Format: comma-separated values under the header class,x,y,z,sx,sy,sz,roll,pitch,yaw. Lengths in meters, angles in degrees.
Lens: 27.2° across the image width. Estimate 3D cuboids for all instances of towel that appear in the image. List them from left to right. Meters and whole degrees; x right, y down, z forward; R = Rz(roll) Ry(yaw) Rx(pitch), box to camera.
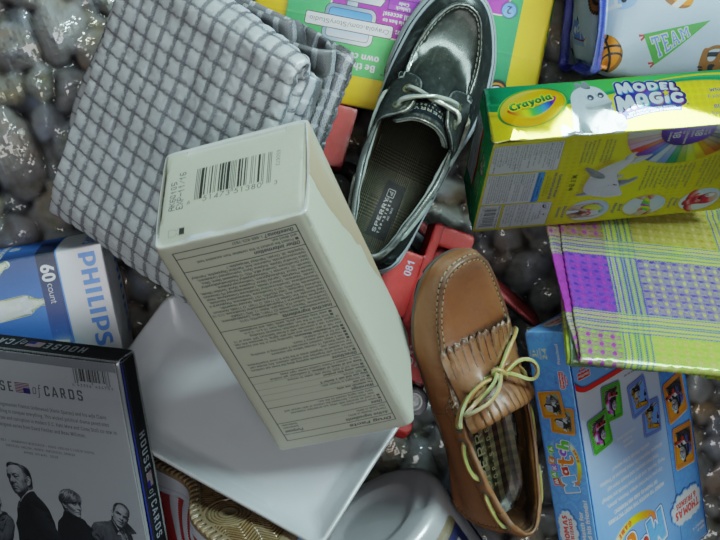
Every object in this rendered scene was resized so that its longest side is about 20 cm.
class,x,y,z,sx,sy,sz,roll,pitch,yaw
towel,-0.105,-0.091,0.973,0.165,0.085,0.201,34,116,25
towel,0.196,0.005,0.993,0.143,0.200,0.023,6,128,-6

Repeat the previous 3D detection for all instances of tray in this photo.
class,x,y,z,sx,sy,sz,roll,pitch,yaw
tray,-0.078,0.098,0.991,0.199,0.022,0.108,25,67,24

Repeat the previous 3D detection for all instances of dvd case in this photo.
class,x,y,z,sx,sy,sz,roll,pitch,yaw
dvd case,-0.204,0.139,1.004,0.150,0.025,0.201,5,114,24

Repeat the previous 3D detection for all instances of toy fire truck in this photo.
class,x,y,z,sx,sy,sz,roll,pitch,yaw
toy fire truck,0.000,0.000,1.012,0.140,0.049,0.201,19,89,-3

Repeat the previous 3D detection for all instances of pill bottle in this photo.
class,x,y,z,sx,sy,sz,roll,pitch,yaw
pill bottle,0.059,0.248,1.061,0.111,0.111,0.200,-33,112,5

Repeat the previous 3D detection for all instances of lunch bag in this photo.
class,x,y,z,sx,sy,sz,roll,pitch,yaw
lunch bag,0.226,-0.224,0.978,0.169,0.124,0.201,3,99,-6

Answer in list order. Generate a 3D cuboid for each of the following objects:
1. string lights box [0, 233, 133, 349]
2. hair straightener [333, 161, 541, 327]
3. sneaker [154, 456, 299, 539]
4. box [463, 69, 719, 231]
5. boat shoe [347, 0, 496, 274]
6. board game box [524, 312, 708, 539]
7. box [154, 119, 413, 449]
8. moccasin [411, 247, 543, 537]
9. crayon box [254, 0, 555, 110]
class,x,y,z,sx,sy,sz,roll,pitch,yaw
string lights box,-0.265,0.041,1.048,0.199,0.059,0.103,-11,101,1
hair straightener,0.033,0.000,1.057,0.200,0.041,0.077,41,97,-8
sneaker,-0.095,0.194,1.022,0.071,0.200,0.113,-10,109,-25
box,0.173,-0.079,0.971,0.199,0.117,0.049,-3,64,-5
boat shoe,0.042,-0.091,0.955,0.072,0.071,0.201,18,88,-4
board game box,0.182,0.117,1.036,0.036,0.151,0.201,-2,103,40
box,-0.040,0.015,0.892,0.095,0.078,0.200,-12,136,12
moccasin,0.081,0.082,0.967,0.073,0.078,0.202,-18,111,-30
crayon box,0.031,-0.193,1.013,0.199,0.058,0.173,11,101,-3
